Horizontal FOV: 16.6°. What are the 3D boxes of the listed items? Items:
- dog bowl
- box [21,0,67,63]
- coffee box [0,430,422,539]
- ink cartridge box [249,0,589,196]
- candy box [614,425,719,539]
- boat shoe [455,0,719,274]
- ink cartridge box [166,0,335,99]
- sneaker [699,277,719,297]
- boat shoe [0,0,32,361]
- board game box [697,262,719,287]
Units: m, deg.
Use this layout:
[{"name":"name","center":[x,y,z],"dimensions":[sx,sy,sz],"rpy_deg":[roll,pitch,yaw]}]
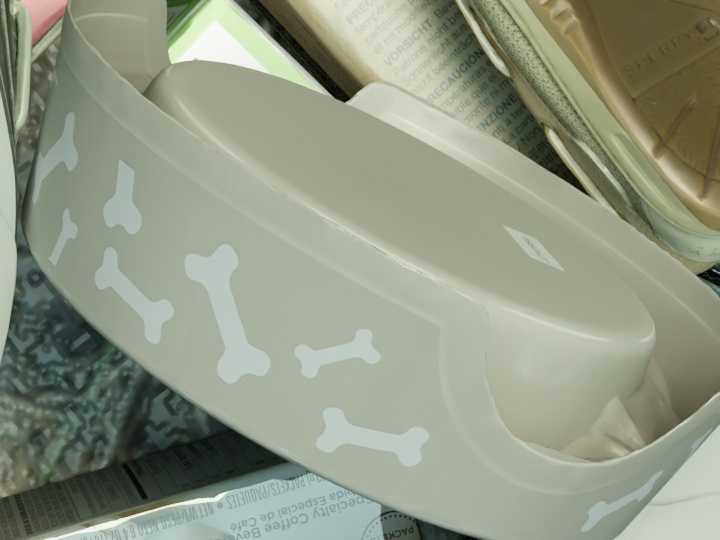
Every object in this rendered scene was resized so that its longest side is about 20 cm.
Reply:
[{"name":"dog bowl","center":[0.004,0.000,0.629],"dimensions":[0.199,0.200,0.059],"rpy_deg":[26,105,-12]},{"name":"box","center":[-0.174,-0.126,0.718],"dimensions":[0.200,0.128,0.109],"rpy_deg":[45,86,-10]},{"name":"coffee box","center":[-0.076,0.125,0.781],"dimensions":[0.199,0.080,0.115],"rpy_deg":[-15,98,-10]},{"name":"ink cartridge box","center":[0.069,-0.121,0.794],"dimensions":[0.200,0.075,0.165],"rpy_deg":[-43,100,-5]},{"name":"candy box","center":[0.121,0.118,0.765],"dimensions":[0.167,0.200,0.072],"rpy_deg":[-9,54,-11]},{"name":"boat shoe","center":[0.054,-0.089,0.720],"dimensions":[0.072,0.065,0.201],"rpy_deg":[-28,79,-25]},{"name":"ink cartridge box","center":[0.000,0.000,0.775],"dimensions":[0.200,0.104,0.059],"rpy_deg":[43,86,-12]},{"name":"sneaker","center":[0.180,0.030,0.835],"dimensions":[0.199,0.081,0.075],"rpy_deg":[24,118,-12]},{"name":"boat shoe","center":[-0.111,-0.044,0.622],"dimensions":[0.070,0.064,0.201],"rpy_deg":[-5,82,17]},{"name":"board game box","center":[0.202,-0.024,0.773],"dimensions":[0.199,0.028,0.136],"rpy_deg":[27,84,-12]}]
